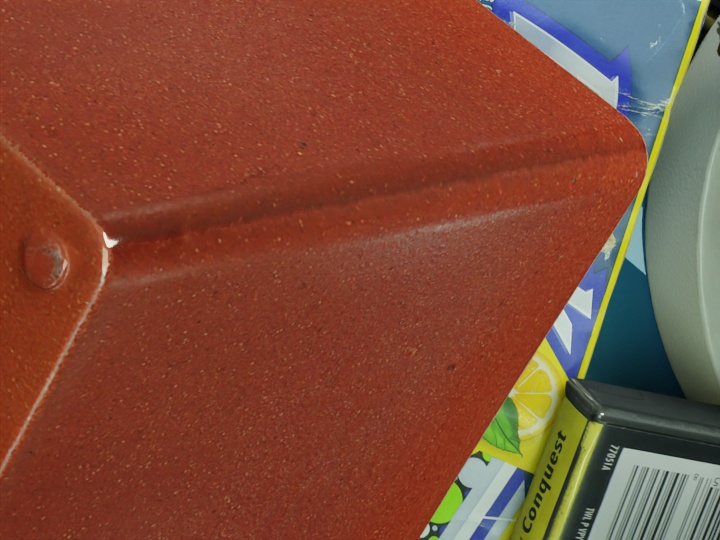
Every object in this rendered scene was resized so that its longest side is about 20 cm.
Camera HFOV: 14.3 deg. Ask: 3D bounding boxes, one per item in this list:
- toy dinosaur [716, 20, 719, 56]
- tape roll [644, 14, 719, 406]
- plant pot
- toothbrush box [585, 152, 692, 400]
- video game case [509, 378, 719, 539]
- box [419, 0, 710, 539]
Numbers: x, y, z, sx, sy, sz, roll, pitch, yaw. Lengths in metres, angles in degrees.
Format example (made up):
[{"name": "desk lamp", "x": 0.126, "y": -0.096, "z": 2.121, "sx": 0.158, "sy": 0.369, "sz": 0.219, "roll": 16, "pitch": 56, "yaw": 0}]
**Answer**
[{"name": "toy dinosaur", "x": 0.158, "y": 0.016, "z": 0.769, "sx": 0.200, "sy": 0.136, "sz": 0.102, "roll": 39, "pitch": 108, "yaw": -10}, {"name": "tape roll", "x": 0.182, "y": -0.015, "z": 0.863, "sx": 0.202, "sy": 0.037, "sz": 0.204, "roll": -5, "pitch": 103, "yaw": -20}, {"name": "plant pot", "x": -0.084, "y": -0.004, "z": 0.741, "sx": 0.200, "sy": 0.176, "sz": 0.200, "roll": 41, "pitch": 116, "yaw": 22}, {"name": "toothbrush box", "x": 0.000, "y": 0.000, "z": 0.901, "sx": 0.199, "sy": 0.085, "sz": 0.147, "roll": -8, "pitch": 106, "yaw": 6}, {"name": "video game case", "x": 0.119, "y": 0.132, "z": 0.848, "sx": 0.199, "sy": 0.026, "sz": 0.181, "roll": 11, "pitch": 108, "yaw": -25}, {"name": "box", "x": 0.039, "y": -0.007, "z": 0.818, "sx": 0.070, "sy": 0.064, "sz": 0.201, "roll": 17, "pitch": 109, "yaw": 0}]
